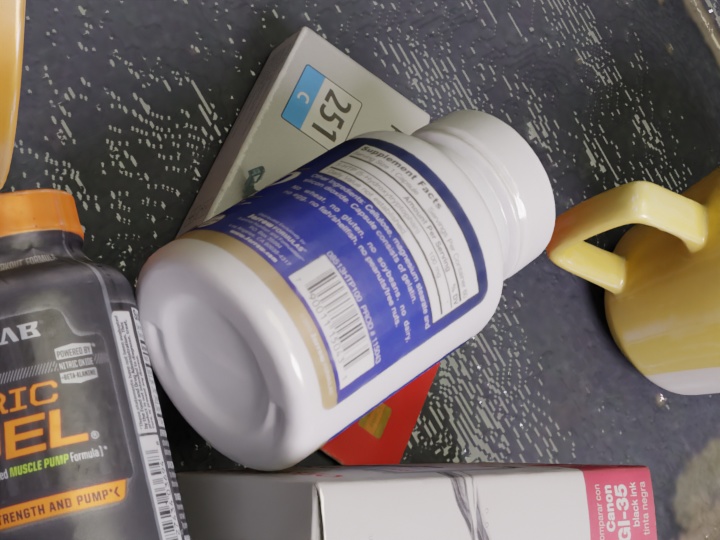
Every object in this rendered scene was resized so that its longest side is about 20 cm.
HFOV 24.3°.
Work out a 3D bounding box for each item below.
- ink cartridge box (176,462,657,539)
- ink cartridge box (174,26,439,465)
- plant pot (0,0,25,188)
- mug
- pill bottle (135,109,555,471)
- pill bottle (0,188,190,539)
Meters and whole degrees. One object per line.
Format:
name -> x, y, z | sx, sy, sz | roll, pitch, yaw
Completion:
ink cartridge box -> 0.025, 0.139, 0.832 | 0.200, 0.146, 0.083 | 3, 84, -33
ink cartridge box -> -0.008, -0.006, 0.925 | 0.176, 0.045, 0.200 | 35, 60, -19
plant pot -> -0.248, -0.136, 0.729 | 0.183, 0.200, 0.200 | 1, 74, -18
mug -> 0.215, -0.005, 1.005 | 0.187, 0.153, 0.149 | 48, 56, -11
pill bottle -> 0.000, 0.000, 0.828 | 0.200, 0.120, 0.120 | -32, 94, -35
pill bottle -> -0.146, 0.066, 0.774 | 0.106, 0.106, 0.200 | -9, 80, -35
